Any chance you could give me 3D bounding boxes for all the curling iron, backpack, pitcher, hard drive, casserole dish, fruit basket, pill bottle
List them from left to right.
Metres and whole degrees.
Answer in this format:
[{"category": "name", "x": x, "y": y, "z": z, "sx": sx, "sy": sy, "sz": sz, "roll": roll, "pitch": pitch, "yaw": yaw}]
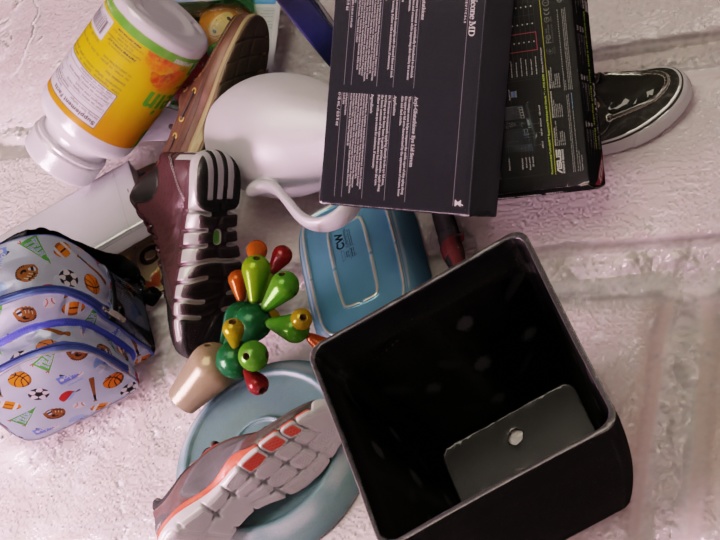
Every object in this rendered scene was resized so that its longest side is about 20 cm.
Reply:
[{"category": "backpack", "x": -0.308, "y": 0.058, "z": 1.662, "sx": 0.200, "sy": 0.191, "sz": 0.154, "roll": -31, "pitch": 46, "yaw": 10}, {"category": "hard drive", "x": -0.308, "y": -0.026, "z": 1.790, "sx": 0.200, "sy": 0.026, "sz": 0.132, "roll": -30, "pitch": 33, "yaw": 3}, {"category": "pill bottle", "x": -0.253, "y": -0.185, "z": 1.783, "sx": 0.200, "sy": 0.111, "sz": 0.111, "roll": -50, "pitch": 46, "yaw": 21}, {"category": "fruit basket", "x": -0.176, "y": -0.234, "z": 1.845, "sx": 0.185, "sy": 0.094, "sz": 0.200, "roll": 0, "pitch": 69, "yaw": 20}, {"category": "pitcher", "x": -0.059, "y": -0.110, "z": 1.670, "sx": 0.200, "sy": 0.121, "sz": 0.172, "roll": 4, "pitch": 52, "yaw": 35}, {"category": "casserole dish", "x": 0.000, "y": 0.000, "z": 1.630, "sx": 0.121, "sy": 0.039, "sz": 0.200, "roll": -23, "pitch": 51, "yaw": 14}, {"category": "curling iron", "x": 0.089, "y": -0.029, "z": 1.603, "sx": 0.050, "sy": 0.026, "sz": 0.200, "roll": -58, "pitch": 34, "yaw": 36}]

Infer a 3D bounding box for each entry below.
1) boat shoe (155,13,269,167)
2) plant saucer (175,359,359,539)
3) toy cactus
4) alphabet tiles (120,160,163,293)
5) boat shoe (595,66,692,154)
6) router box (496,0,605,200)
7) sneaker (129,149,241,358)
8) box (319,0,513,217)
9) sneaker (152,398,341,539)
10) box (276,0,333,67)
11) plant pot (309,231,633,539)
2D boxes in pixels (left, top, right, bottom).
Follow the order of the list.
[{"category": "boat shoe", "x": -0.153, "y": -0.169, "z": 1.770, "sx": 0.068, "sy": 0.072, "sz": 0.200, "roll": 20, "pitch": 89, "yaw": 29}, {"category": "plant saucer", "x": -0.084, "y": 0.164, "z": 1.578, "sx": 0.200, "sy": 0.027, "sz": 0.200, "roll": -15, "pitch": 53, "yaw": 20}, {"category": "toy cactus", "x": -0.104, "y": 0.065, "z": 1.594, "sx": 0.165, "sy": 0.102, "sz": 0.200, "roll": -47, "pitch": 25, "yaw": 17}, {"category": "alphabet tiles", "x": -0.232, "y": -0.035, "z": 1.804, "sx": 0.200, "sy": 0.006, "sz": 0.167, "roll": -23, "pitch": 52, "yaw": 15}, {"category": "boat shoe", "x": 0.200, "y": -0.143, "z": 1.593, "sx": 0.200, "sy": 0.064, "sz": 0.071, "roll": -20, "pitch": 52, "yaw": 17}, {"category": "router box", "x": 0.129, "y": -0.162, "z": 1.556, "sx": 0.150, "sy": 0.062, "sz": 0.200, "roll": -5, "pitch": 89, "yaw": 22}, {"category": "sneaker", "x": -0.174, "y": -0.021, "z": 1.690, "sx": 0.115, "sy": 0.076, "sz": 0.200, "roll": 12, "pitch": 98, "yaw": 42}, {"category": "box", "x": 0.050, "y": -0.150, "z": 1.514, "sx": 0.141, "sy": 0.079, "sz": 0.200, "roll": 6, "pitch": 93, "yaw": 25}, {"category": "sneaker", "x": -0.107, "y": 0.166, "z": 1.525, "sx": 0.200, "sy": 0.077, "sz": 0.082, "roll": -37, "pitch": 43, "yaw": 2}, {"category": "box", "x": -0.069, "y": -0.278, "z": 1.743, "sx": 0.032, "sy": 0.200, "sz": 0.121, "roll": -36, "pitch": 49, "yaw": 5}, {"category": "plant pot", "x": 0.108, "y": 0.129, "z": 1.393, "sx": 0.199, "sy": 0.177, "sz": 0.200, "roll": -30, "pitch": 49, "yaw": 9}]
